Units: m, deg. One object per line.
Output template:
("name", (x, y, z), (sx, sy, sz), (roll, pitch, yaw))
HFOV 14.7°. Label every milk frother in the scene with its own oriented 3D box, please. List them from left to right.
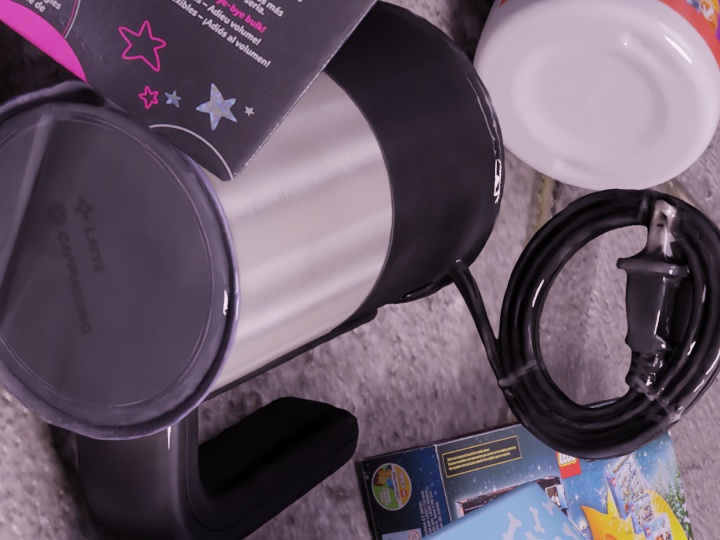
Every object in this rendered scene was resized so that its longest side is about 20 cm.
("milk frother", (0.000, 0.000, 0.949), (0.188, 0.200, 0.181), (-26, 104, -56))

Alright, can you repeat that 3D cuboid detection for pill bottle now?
("pill bottle", (0.127, -0.140, 1.274), (0.111, 0.111, 0.200), (54, 38, -30))

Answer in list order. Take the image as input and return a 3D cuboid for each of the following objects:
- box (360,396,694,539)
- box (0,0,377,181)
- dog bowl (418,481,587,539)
("box", (0.081, 0.129, 1.166), (0.200, 0.038, 0.137), (-7, 84, -57))
("box", (-0.076, -0.149, 0.861), (0.200, 0.115, 0.132), (37, 26, -9))
("dog bowl", (0.010, 0.126, 0.951), (0.200, 0.111, 0.050), (-20, 78, -55))
